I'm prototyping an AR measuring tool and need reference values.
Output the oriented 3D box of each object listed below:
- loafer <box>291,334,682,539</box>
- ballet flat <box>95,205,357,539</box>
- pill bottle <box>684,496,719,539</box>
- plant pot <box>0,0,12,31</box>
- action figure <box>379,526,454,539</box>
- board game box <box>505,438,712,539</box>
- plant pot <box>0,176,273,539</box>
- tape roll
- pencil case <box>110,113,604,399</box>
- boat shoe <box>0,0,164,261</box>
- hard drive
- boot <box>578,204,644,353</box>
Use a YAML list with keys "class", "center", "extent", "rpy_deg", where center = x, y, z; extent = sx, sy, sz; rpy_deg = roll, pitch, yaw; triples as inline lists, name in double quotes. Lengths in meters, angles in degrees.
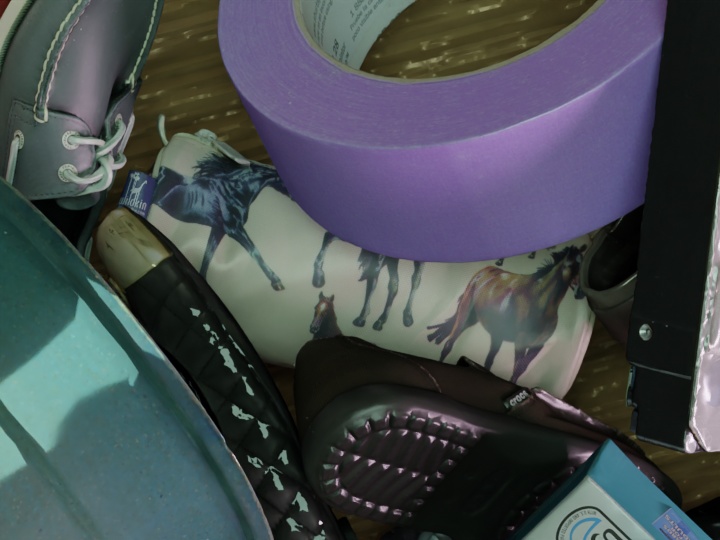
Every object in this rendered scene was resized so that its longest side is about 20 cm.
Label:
- class: "loafer"
  center: [0.051, 0.065, 0.844]
  extent: [0.073, 0.200, 0.071]
  rpy_deg: [-44, 46, 18]
- class: "ballet flat"
  center: [-0.050, 0.068, 0.822]
  extent: [0.057, 0.066, 0.200]
  rpy_deg: [-28, 92, -4]
- class: "pill bottle"
  center: [0.201, 0.183, 0.871]
  extent: [0.112, 0.112, 0.200]
  rpy_deg: [-14, 88, -2]
- class: "plant pot"
  center: [-0.213, -0.119, 0.838]
  extent: [0.200, 0.200, 0.178]
  rpy_deg: [18, 99, -1]
- class: "action figure"
  center: [-0.017, 0.131, 0.889]
  extent: [0.199, 0.069, 0.130]
  rpy_deg: [-1, 81, -5]
- class: "board game box"
  center: [0.109, 0.186, 0.807]
  extent: [0.200, 0.047, 0.151]
  rpy_deg: [44, 111, 3]
- class: "plant pot"
  center: [-0.166, 0.090, 0.744]
  extent: [0.196, 0.200, 0.200]
  rpy_deg: [-40, 90, -17]
- class: "tape roll"
  center: [0.049, -0.099, 0.838]
  extent: [0.200, 0.066, 0.200]
  rpy_deg: [-13, 47, 14]
- class: "pencil case"
  center: [0.000, 0.000, 0.887]
  extent: [0.199, 0.078, 0.090]
  rpy_deg: [12, 103, -1]
- class: "boat shoe"
  center: [-0.109, -0.046, 0.846]
  extent: [0.062, 0.073, 0.200]
  rpy_deg: [47, 129, 26]
- class: "hard drive"
  center: [0.161, -0.038, 0.786]
  extent: [0.140, 0.038, 0.201]
  rpy_deg: [0, 100, -42]
- class: "boot"
  center: [0.176, -0.035, 0.865]
  extent: [0.146, 0.070, 0.200]
  rpy_deg: [30, 85, -32]
